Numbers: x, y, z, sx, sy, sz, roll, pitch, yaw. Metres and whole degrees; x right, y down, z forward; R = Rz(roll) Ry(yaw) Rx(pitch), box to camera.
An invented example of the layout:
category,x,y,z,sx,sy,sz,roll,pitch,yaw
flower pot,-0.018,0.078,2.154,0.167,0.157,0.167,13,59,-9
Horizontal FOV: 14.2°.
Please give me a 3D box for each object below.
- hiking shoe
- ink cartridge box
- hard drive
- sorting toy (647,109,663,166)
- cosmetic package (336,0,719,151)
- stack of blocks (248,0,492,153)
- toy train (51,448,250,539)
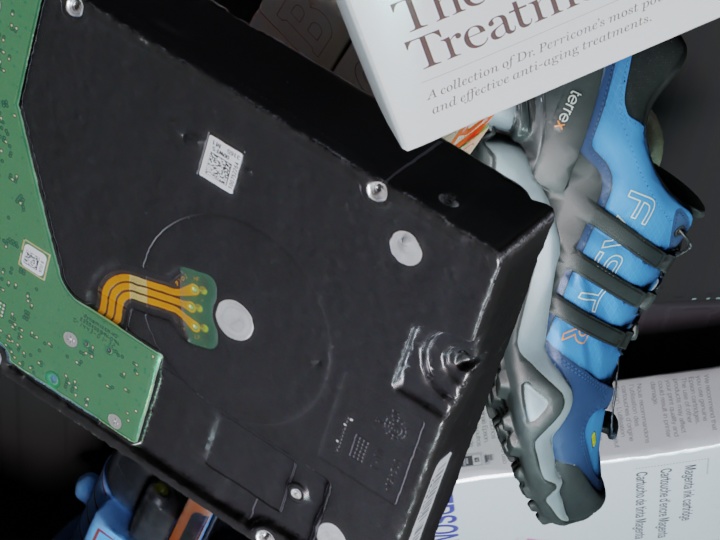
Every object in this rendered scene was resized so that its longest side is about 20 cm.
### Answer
category,x,y,z,sx,sy,sz,roll,pitch,yaw
hiking shoe,0.081,0.002,1.008,0.086,0.074,0.201,-11,121,-5
ink cartridge box,0.110,0.098,1.237,0.199,0.044,0.197,-7,156,3
hard drive,-0.051,-0.008,0.833,0.200,0.038,0.140,31,128,18
sorting toy,0.000,0.000,1.085,0.184,0.037,0.200,3,147,-14
cosmetic package,0.074,-0.134,0.721,0.199,0.052,0.151,-24,129,0
stack of blocks,-0.008,-0.047,0.886,0.115,0.059,0.200,-38,169,-39
toy train,-0.078,0.130,1.217,0.114,0.087,0.200,33,135,6
